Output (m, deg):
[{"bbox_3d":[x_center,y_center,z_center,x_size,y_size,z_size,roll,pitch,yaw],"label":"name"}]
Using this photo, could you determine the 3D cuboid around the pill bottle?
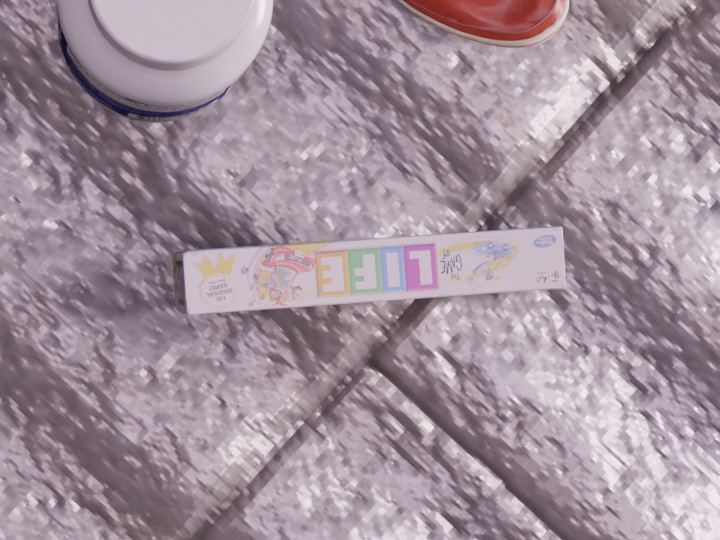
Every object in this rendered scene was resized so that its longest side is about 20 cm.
[{"bbox_3d":[-0.104,-0.139,1.155,0.111,0.200,0.111,0,89,-8],"label":"pill bottle"}]

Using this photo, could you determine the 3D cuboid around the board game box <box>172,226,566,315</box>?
[{"bbox_3d":[0.000,0.000,1.201,0.200,0.134,0.034,-4,90,-7],"label":"board game box"}]

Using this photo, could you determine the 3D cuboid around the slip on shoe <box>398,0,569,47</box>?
[{"bbox_3d":[0.033,-0.194,1.244,0.200,0.061,0.074,37,84,-7],"label":"slip on shoe"}]
